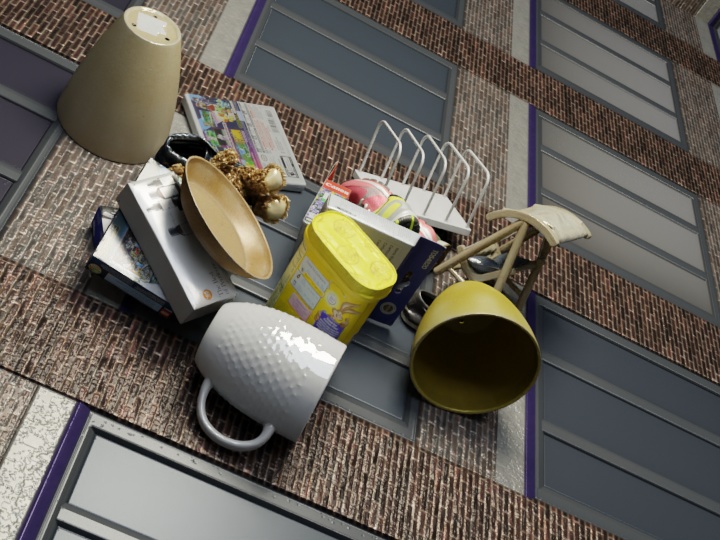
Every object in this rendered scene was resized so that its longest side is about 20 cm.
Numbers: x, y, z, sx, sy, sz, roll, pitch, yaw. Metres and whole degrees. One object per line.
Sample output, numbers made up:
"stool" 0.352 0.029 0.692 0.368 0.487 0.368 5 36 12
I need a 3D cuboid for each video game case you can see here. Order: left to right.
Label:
"video game case" -0.203 -0.221 1.928 0.180 0.023 0.201 4 48 -34

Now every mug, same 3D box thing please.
"mug" -0.139 0.146 1.494 0.174 0.148 0.201 28 67 2

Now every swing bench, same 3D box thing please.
"swing bench" 0.262 -0.031 1.887 0.130 0.200 0.198 47 23 16

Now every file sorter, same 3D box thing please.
"file sorter" 0.113 -0.168 1.996 0.198 0.125 0.139 14 25 -25

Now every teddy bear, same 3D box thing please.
"teddy bear" -0.204 -0.121 1.709 0.067 0.198 0.146 -86 157 -49

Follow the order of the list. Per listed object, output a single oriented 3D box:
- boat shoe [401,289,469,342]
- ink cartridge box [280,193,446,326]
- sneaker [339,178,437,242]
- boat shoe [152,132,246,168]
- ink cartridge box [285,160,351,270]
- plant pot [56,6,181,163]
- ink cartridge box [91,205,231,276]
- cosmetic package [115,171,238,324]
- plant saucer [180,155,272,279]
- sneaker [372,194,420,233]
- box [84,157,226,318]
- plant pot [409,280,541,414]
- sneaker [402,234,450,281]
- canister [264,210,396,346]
"boat shoe" 0.162 0.094 1.829 0.198 0.057 0.067 26 38 -12
"ink cartridge box" 0.000 0.000 1.692 0.198 0.200 0.041 23 40 -12
"sneaker" 0.031 -0.081 1.814 0.199 0.074 0.087 37 40 19
"boat shoe" -0.228 -0.159 1.770 0.198 0.091 0.072 13 68 -20
"ink cartridge box" -0.059 -0.081 1.806 0.050 0.110 0.201 24 37 1
"plant pot" -0.361 -0.307 1.754 0.185 0.201 0.189 20 39 -17
"ink cartridge box" -0.291 -0.034 1.638 0.198 0.044 0.095 9 46 -30
"cosmetic package" -0.253 -0.034 1.536 0.082 0.051 0.201 -21 78 -41
"plant saucer" -0.195 -0.066 1.564 0.201 0.035 0.201 53 16 -22
"sneaker" 0.009 -0.038 1.754 0.075 0.199 0.077 36 26 -43
"box" -0.287 -0.048 1.582 0.136 0.038 0.201 33 49 -14
"plant pot" 0.171 0.100 1.720 0.198 0.201 0.143 22 34 -16
"sneaker" 0.062 -0.035 1.895 0.090 0.068 0.199 44 37 25
"canister" -0.052 0.037 1.611 0.086 0.201 0.149 -20 62 -47
